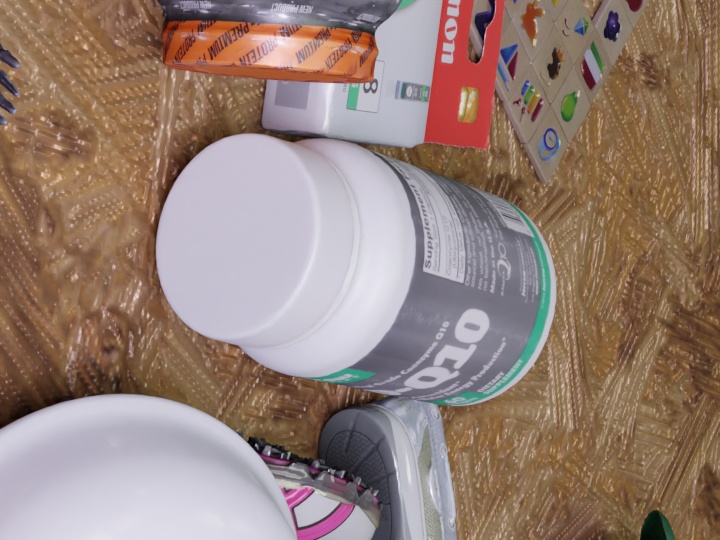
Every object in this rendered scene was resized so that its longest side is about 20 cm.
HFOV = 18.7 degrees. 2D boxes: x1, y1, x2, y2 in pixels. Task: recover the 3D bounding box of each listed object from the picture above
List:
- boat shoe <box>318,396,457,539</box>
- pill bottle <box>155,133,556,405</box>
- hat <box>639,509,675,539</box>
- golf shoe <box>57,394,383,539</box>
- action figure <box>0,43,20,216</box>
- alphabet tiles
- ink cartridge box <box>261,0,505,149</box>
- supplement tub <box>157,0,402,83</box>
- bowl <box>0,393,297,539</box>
[{"bbox_3d":[0.025,0.164,1.150,0.065,0.074,0.203,-18,102,-47],"label":"boat shoe"},{"bbox_3d":[0.000,0.000,1.057,0.200,0.113,0.114,15,82,-53],"label":"pill bottle"},{"bbox_3d":[0.096,0.227,1.301,0.200,0.175,0.166,-113,-157,-88],"label":"hat"},{"bbox_3d":[-0.073,0.117,1.014,0.200,0.072,0.092,16,89,-44],"label":"golf shoe"},{"bbox_3d":[-0.202,-0.070,0.782,0.200,0.102,0.119,15,93,-55],"label":"action figure"},{"bbox_3d":[0.105,-0.179,1.269,0.167,0.008,0.200,-59,136,-31],"label":"alphabet tiles"},{"bbox_3d":[0.035,-0.143,1.133,0.200,0.050,0.162,2,97,-51],"label":"ink cartridge box"},{"bbox_3d":[-0.034,-0.187,0.977,0.122,0.122,0.201,1,94,-54],"label":"supplement tub"},{"bbox_3d":[-0.095,0.159,0.903,0.201,0.090,0.202,-8,108,-27],"label":"bowl"}]
